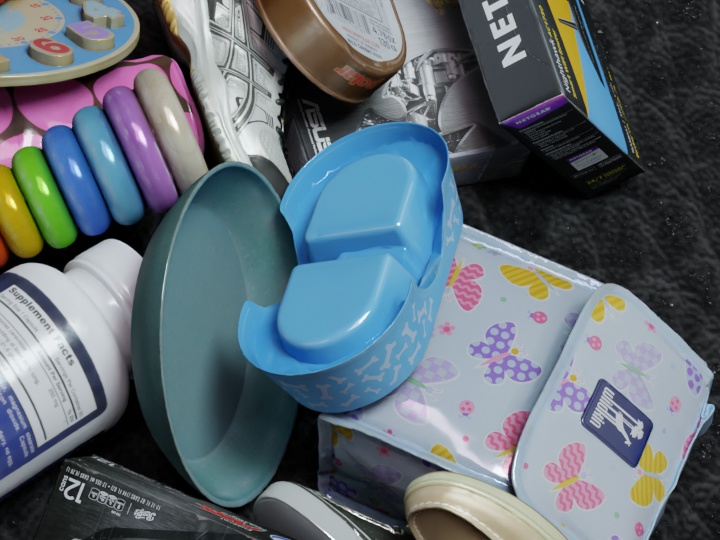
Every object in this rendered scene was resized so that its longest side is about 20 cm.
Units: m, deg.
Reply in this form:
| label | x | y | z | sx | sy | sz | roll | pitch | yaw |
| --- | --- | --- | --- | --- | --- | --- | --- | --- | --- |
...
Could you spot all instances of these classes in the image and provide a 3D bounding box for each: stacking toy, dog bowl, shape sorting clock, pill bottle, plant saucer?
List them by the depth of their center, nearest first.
| label | x | y | z | sx | sy | sz | roll | pitch | yaw |
| --- | --- | --- | --- | --- | --- | --- | --- | --- | --- |
| pill bottle | -0.204 | 0.065 | 1.382 | 0.200 | 0.111 | 0.111 | -33 | 72 | -27 |
| plant saucer | -0.086 | 0.037 | 1.398 | 0.036 | 0.200 | 0.201 | 0 | 55 | 22 |
| dog bowl | 0.000 | 0.000 | 1.404 | 0.111 | 0.050 | 0.201 | -8 | 43 | 27 |
| stacking toy | -0.192 | -0.044 | 1.415 | 0.199 | 0.085 | 0.086 | -24 | 67 | -5 |
| shape sorting clock | -0.237 | -0.158 | 1.490 | 0.199 | 0.039 | 0.200 | 2 | 23 | -1 |

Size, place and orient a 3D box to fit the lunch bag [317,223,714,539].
| label | x | y | z | sx | sy | sz | roll | pitch | yaw |
| --- | --- | --- | --- | --- | --- | --- | --- | --- | --- |
| lunch bag | 0.097 | 0.085 | 1.423 | 0.199 | 0.127 | 0.170 | 25 | 59 | 13 |

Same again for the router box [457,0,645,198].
| label | x | y | z | sx | sy | sz | roll | pitch | yaw |
| --- | --- | --- | --- | --- | --- | --- | --- | --- | --- |
| router box | 0.112 | -0.163 | 1.568 | 0.051 | 0.149 | 0.201 | -26 | 64 | 18 |

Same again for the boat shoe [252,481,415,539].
| label | x | y | z | sx | sy | sz | roll | pitch | yaw |
| --- | --- | --- | --- | --- | --- | --- | --- | --- | --- |
| boat shoe | 0.026 | 0.185 | 1.395 | 0.200 | 0.071 | 0.064 | 41 | 54 | -2 |

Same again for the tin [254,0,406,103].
| label | x | y | z | sx | sy | sz | roll | pitch | yaw |
| --- | --- | --- | --- | --- | --- | --- | --- | --- | --- |
| tin | -0.029 | -0.196 | 1.520 | 0.112 | 0.042 | 0.201 | 26 | 38 | -49 |

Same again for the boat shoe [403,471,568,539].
| label | x | y | z | sx | sy | sz | roll | pitch | yaw |
| --- | --- | --- | --- | --- | --- | --- | --- | --- | --- |
| boat shoe | 0.094 | 0.196 | 1.341 | 0.200 | 0.072 | 0.065 | 47 | 47 | -14 |

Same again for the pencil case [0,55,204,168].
| label | x | y | z | sx | sy | sz | roll | pitch | yaw |
| --- | --- | --- | --- | --- | --- | --- | --- | --- | --- |
| pencil case | -0.201 | -0.086 | 1.486 | 0.199 | 0.091 | 0.094 | -7 | 56 | -19 |

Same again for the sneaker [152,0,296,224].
| label | x | y | z | sx | sy | sz | roll | pitch | yaw |
| --- | --- | --- | --- | --- | --- | --- | --- | --- | --- |
| sneaker | -0.067 | -0.125 | 1.502 | 0.087 | 0.076 | 0.201 | -19 | 75 | -8 |

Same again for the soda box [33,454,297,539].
| label | x | y | z | sx | sy | sz | roll | pitch | yaw |
| --- | --- | --- | --- | --- | --- | --- | --- | --- | --- |
| soda box | -0.078 | 0.168 | 1.325 | 0.199 | 0.071 | 0.064 | 21 | 91 | 8 |

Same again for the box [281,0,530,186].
| label | x | y | z | sx | sy | sz | roll | pitch | yaw |
| --- | --- | --- | --- | --- | --- | --- | --- | --- | --- |
| box | 0.010 | -0.145 | 1.589 | 0.157 | 0.048 | 0.201 | -10 | 64 | -18 |
